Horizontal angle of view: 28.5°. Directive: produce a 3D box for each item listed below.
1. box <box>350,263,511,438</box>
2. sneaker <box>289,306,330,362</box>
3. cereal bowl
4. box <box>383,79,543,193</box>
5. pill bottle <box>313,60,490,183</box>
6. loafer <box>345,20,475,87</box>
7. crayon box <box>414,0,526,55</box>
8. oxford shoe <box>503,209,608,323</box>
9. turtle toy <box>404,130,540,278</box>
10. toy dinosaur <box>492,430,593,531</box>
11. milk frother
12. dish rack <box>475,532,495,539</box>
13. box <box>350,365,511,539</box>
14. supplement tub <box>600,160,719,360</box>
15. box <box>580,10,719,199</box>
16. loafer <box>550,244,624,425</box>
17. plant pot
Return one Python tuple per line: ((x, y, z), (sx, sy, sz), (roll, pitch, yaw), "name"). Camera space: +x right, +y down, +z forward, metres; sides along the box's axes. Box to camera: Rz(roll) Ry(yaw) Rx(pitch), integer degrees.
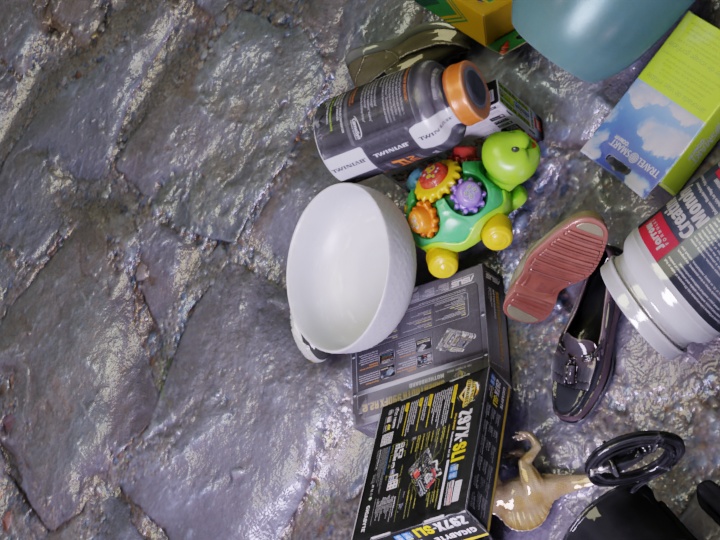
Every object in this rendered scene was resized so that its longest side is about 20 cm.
((0.080, 0.097, 1.691), (0.199, 0.048, 0.160), (-21, 58, 31), "box")
((-0.029, 0.017, 1.799), (0.087, 0.075, 0.202), (-4, 68, 38), "sneaker")
((0.000, 0.000, 1.696), (0.199, 0.083, 0.202), (-10, 77, 49), "cereal bowl")
((0.112, -0.161, 1.744), (0.199, 0.110, 0.035), (-21, 58, 30), "box")
((0.052, -0.179, 1.654), (0.199, 0.106, 0.107), (-18, 59, 31), "pill bottle")
((0.069, -0.273, 1.866), (0.199, 0.075, 0.070), (-13, 75, 37), "loafer")
((0.165, -0.353, 1.792), (0.126, 0.051, 0.200), (-30, 45, -20), "crayon box")
((0.213, -0.019, 1.575), (0.200, 0.070, 0.074), (128, 160, -53), "oxford shoe")
((0.129, -0.094, 1.679), (0.199, 0.101, 0.146), (-28, 36, 20), "turtle toy")
((0.183, 0.232, 1.544), (0.198, 0.058, 0.102), (-17, 57, 3), "toy dinosaur")
((0.290, 0.272, 1.339), (0.181, 0.200, 0.188), (-47, 49, 7), "milk frother")
((0.055, 0.322, 1.596), (0.200, 0.055, 0.154), (-40, 49, 9), "dish rack")
((0.078, 0.213, 1.546), (0.159, 0.049, 0.201), (-23, 35, 32), "box")
((0.360, -0.017, 1.454), (0.200, 0.140, 0.141), (-40, 50, 17), "supplement tub")
((0.354, -0.180, 1.598), (0.201, 0.048, 0.122), (-53, 47, 7), "box")
((0.247, 0.067, 1.560), (0.071, 0.063, 0.202), (14, 79, 42), "loafer")
((0.269, -0.317, 1.639), (0.162, 0.199, 0.201), (-55, 46, 21), "plant pot")
